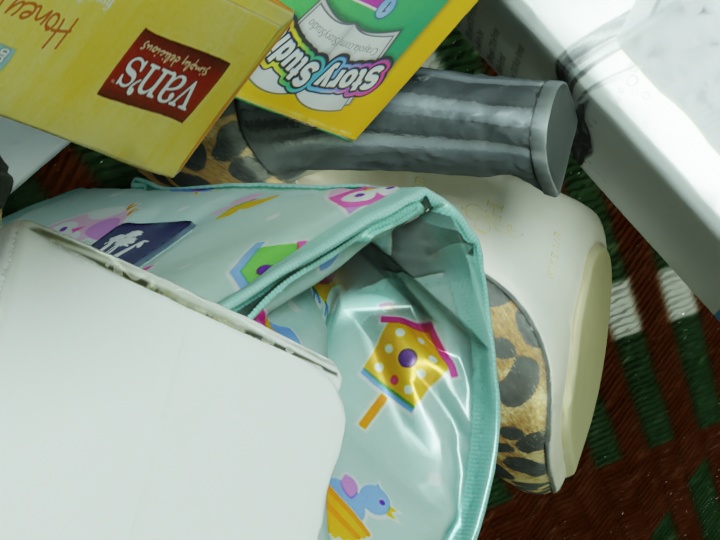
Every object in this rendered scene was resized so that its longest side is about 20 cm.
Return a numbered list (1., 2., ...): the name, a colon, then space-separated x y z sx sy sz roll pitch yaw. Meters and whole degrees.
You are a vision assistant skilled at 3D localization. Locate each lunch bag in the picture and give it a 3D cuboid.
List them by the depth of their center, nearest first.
1. lunch bag: -0.064 0.064 0.691 0.122 0.170 0.200 32 71 -34

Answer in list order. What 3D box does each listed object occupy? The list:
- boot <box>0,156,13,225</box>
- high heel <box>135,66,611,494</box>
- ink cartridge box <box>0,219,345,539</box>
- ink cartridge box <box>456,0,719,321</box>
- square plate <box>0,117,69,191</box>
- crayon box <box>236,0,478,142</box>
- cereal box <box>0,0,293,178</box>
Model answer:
1. boot: -0.108 -0.034 0.588 0.138 0.078 0.200 5 170 -44
2. high heel: 0.000 0.000 0.825 0.200 0.142 0.071 77 26 -51
3. ink cartridge box: -0.108 0.080 0.563 0.086 0.148 0.200 26 157 -32
4. ink cartridge box: 0.122 -0.080 0.781 0.145 0.200 0.084 -41 173 -5
5. square plate: -0.075 -0.108 0.670 0.198 0.028 0.200 -41 155 -2
6. crayon box: -0.025 -0.107 0.642 0.119 0.058 0.200 -48 155 13
7. cereal box: -0.116 -0.098 0.422 0.040 0.200 0.144 -52 154 11
